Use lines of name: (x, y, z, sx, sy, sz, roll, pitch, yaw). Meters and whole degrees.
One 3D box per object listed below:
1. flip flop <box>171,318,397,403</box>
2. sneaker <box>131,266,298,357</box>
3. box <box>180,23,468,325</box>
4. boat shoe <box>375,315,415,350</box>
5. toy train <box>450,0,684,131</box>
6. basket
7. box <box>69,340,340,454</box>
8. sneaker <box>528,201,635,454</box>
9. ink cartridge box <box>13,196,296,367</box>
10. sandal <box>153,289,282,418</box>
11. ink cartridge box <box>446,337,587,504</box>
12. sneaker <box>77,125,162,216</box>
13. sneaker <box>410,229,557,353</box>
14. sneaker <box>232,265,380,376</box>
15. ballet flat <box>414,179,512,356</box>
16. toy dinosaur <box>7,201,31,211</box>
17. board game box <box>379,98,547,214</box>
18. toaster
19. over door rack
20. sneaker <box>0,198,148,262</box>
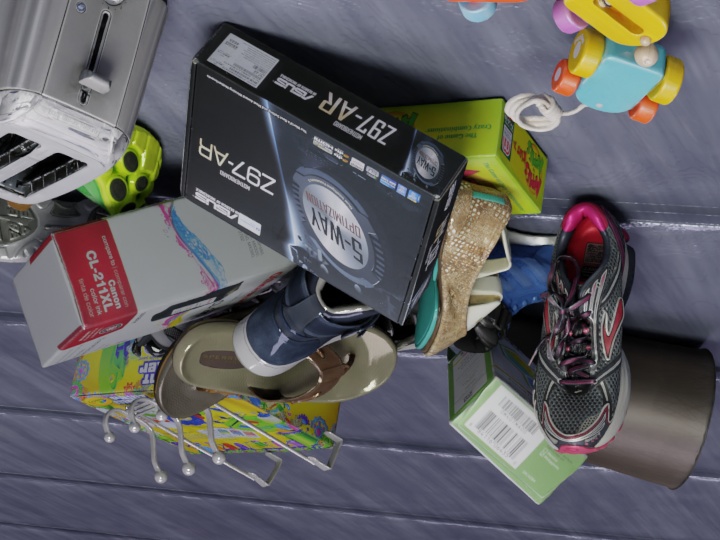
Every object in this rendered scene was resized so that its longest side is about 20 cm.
flip flop: (-0.060, 0.081, 1.445, 0.198, 0.082, 0.058, 6, -158, -25)
sneaker: (-0.126, 0.051, 1.568, 0.198, 0.141, 0.078, -5, 155, 34)
box: (-0.032, -0.066, 1.211, 0.199, 0.044, 0.161, 31, 147, 10)
boat shoe: (0.008, 0.048, 1.551, 0.198, 0.071, 0.064, -17, 163, -15)
toy train: (0.121, -0.159, 1.046, 0.149, 0.056, 0.200, 1, 155, 24)
basket: (0.217, 0.118, 1.622, 0.198, 0.137, 0.180, 14, 172, -2)
box: (-0.150, 0.099, 1.735, 0.198, 0.123, 0.192, -6, 155, 36)
sneaker: (0.169, 0.045, 1.340, 0.080, 0.202, 0.075, -2, 159, 20)
ink cartridge box: (-0.167, -0.001, 1.404, 0.198, 0.084, 0.146, -17, 172, -27)
sandal: (-0.093, 0.075, 1.489, 0.198, 0.055, 0.082, -24, 128, 6)
ink cartridge box: (0.129, 0.110, 1.462, 0.104, 0.059, 0.200, 42, -168, -9)
sneaker: (-0.224, -0.102, 1.339, 0.083, 0.075, 0.200, 27, 174, 31)
sneaker: (0.127, 0.024, 1.433, 0.198, 0.112, 0.077, 15, 159, -16)
sneaker: (0.001, 0.002, 1.390, 0.077, 0.202, 0.146, 50, 134, 0)
ballet flat: (0.080, 0.005, 1.297, 0.065, 0.071, 0.201, 2, 149, -3)
toy dinosaur: (-0.296, -0.093, 1.378, 0.060, 0.107, 0.200, -15, 154, -2)
board game box: (0.030, -0.080, 1.292, 0.198, 0.048, 0.102, -1, 157, 26)
toaster: (-0.220, -0.128, 1.156, 0.113, 0.130, 0.199, 24, 155, -33)
over door rack: (-0.137, 0.174, 1.661, 0.199, 0.067, 0.147, 21, 157, -25)
sneaker: (-0.280, -0.030, 1.521, 0.198, 0.079, 0.099, 11, 164, -6)
